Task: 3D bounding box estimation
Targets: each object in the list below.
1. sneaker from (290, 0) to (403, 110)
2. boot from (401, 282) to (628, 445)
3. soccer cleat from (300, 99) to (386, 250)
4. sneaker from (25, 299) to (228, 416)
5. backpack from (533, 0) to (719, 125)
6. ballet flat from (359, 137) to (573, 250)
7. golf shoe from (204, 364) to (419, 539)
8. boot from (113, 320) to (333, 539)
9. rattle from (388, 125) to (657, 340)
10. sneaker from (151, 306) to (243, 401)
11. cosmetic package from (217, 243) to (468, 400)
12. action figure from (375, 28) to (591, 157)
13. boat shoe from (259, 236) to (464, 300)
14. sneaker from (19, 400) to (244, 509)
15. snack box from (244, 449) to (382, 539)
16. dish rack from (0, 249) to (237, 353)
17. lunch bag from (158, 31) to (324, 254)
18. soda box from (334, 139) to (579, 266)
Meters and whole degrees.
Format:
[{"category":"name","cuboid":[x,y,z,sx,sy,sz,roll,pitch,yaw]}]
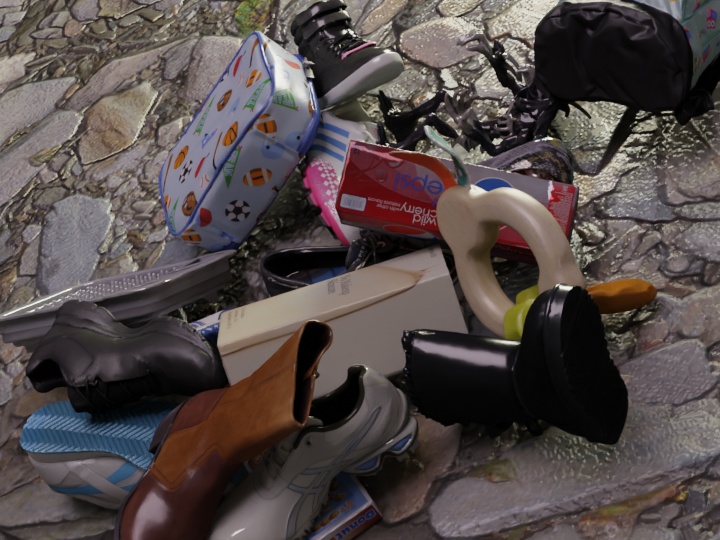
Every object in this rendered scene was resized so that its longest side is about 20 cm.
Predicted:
[{"category":"sneaker","cuboid":[-0.020,-0.213,1.815,0.070,0.100,0.200,-21,3,-16]},{"category":"boot","cuboid":[0.107,0.069,1.449,0.161,0.199,0.074,8,63,26]},{"category":"soccer cleat","cuboid":[-0.011,-0.096,1.775,0.086,0.070,0.200,-29,36,7]},{"category":"sneaker","cuboid":[-0.197,0.086,1.599,0.199,0.076,0.091,6,46,37]},{"category":"backpack","cuboid":[0.261,-0.225,1.684,0.166,0.127,0.200,19,39,28]},{"category":"ballet flat","cuboid":[0.096,-0.056,1.672,0.199,0.072,0.072,-22,41,4]},{"category":"golf shoe","cuboid":[-0.053,0.147,1.500,0.200,0.097,0.078,-39,43,-7]},{"category":"boot","cuboid":[-0.097,0.151,1.455,0.200,0.068,0.189,-32,27,42]},{"category":"rattle","cuboid":[0.133,-0.044,1.533,0.142,0.131,0.200,-27,63,-19]},{"category":"sneaker","cuboid":[-0.172,0.074,1.701,0.199,0.075,0.088,-27,40,3]},{"category":"cosmetic package","cuboid":[-0.014,0.051,1.585,0.199,0.074,0.104,-19,15,1]},{"category":"action figure","cuboid":[0.108,-0.151,1.744,0.199,0.102,0.119,-14,35,22]},{"category":"boat shoe","cuboid":[0.000,0.000,1.679,0.199,0.066,0.070,-1,48,30]},{"category":"sneaker","cuboid":[-0.187,0.161,1.620,0.199,0.081,0.077,6,49,22]},{"category":"snack box","cuboid":[-0.056,0.159,1.582,0.072,0.024,0.200,-34,40,-5]},{"category":"dish rack","cuboid":[-0.221,0.031,1.746,0.199,0.044,0.171,-11,8,27]},{"category":"lunch bag","cuboid":[-0.113,-0.123,1.810,0.200,0.075,0.161,-52,28,22]},{"category":"soda box","cuboid":[0.082,-0.054,1.610,0.198,0.070,0.064,12,81,7]}]
